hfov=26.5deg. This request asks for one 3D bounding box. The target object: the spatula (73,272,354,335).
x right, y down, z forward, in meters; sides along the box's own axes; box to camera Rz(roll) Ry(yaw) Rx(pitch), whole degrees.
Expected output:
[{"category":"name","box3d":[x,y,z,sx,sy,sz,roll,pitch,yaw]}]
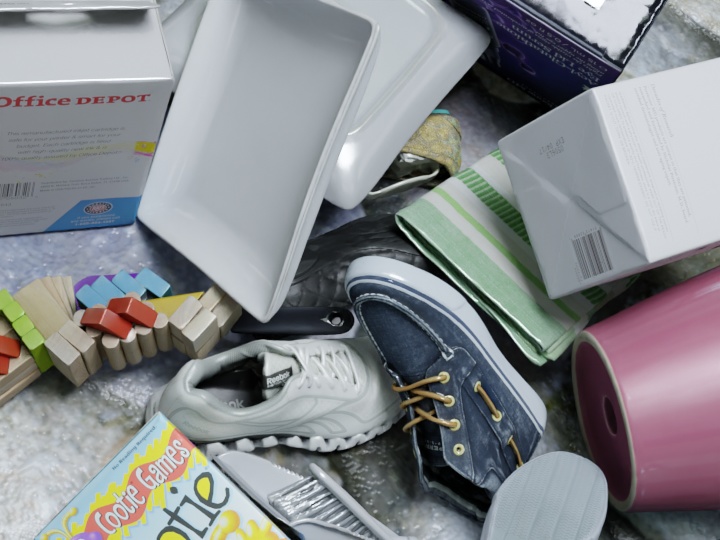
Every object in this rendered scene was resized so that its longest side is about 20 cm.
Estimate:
[{"category":"spatula","box3d":[-0.103,0.031,1.030,0.198,0.021,0.057,2,64,-1]}]

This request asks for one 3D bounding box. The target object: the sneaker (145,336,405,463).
[{"category":"sneaker","box3d":[-0.041,0.078,1.018,0.199,0.081,0.075,-11,62,-25]}]

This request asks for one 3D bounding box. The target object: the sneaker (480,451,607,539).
[{"category":"sneaker","box3d":[0.100,0.197,0.980,0.073,0.071,0.200,26,43,15]}]

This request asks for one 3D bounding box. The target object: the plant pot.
[{"category":"plant pot","box3d":[0.250,0.084,1.056,0.178,0.200,0.201,-12,63,-6]}]

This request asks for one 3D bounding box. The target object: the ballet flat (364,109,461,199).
[{"category":"ballet flat","box3d":[-0.015,-0.084,1.139,0.199,0.071,0.071,-3,61,-20]}]

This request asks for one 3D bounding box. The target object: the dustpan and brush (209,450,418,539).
[{"category":"dustpan and brush","box3d":[0.009,0.173,0.974,0.200,0.139,0.057,44,82,-25]}]

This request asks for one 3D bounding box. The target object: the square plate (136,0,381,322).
[{"category":"square plate","box3d":[-0.068,-0.091,1.006,0.028,0.199,0.200,12,15,-37]}]

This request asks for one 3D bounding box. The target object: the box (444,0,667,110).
[{"category":"box","box3d":[0.150,-0.208,1.174,0.148,0.200,0.105,33,84,4]}]

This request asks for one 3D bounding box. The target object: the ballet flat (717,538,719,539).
[{"category":"ballet flat","box3d":[0.218,0.226,1.024,0.199,0.068,0.069,-15,78,-26]}]

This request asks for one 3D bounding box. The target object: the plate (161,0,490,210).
[{"category":"plate","box3d":[-0.031,-0.169,1.114,0.199,0.032,0.200,35,63,8]}]

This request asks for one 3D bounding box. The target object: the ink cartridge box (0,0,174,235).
[{"category":"ink cartridge box","box3d":[-0.207,-0.130,1.015,0.128,0.200,0.126,-5,61,-22]}]

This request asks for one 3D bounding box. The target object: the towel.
[{"category":"towel","box3d":[0.133,-0.024,1.147,0.153,0.023,0.200,45,43,10]}]

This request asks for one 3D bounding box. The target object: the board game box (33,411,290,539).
[{"category":"board game box","box3d":[-0.079,0.195,0.901,0.200,0.105,0.103,42,78,10]}]

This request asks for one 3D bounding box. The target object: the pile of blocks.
[{"category":"pile of blocks","box3d":[-0.177,0.029,0.982,0.199,0.062,0.083,-13,70,-8]}]

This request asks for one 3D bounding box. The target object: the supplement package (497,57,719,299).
[{"category":"supplement package","box3d":[0.220,-0.071,1.055,0.199,0.121,0.120,-16,85,-29]}]

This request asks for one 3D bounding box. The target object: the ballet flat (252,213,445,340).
[{"category":"ballet flat","box3d":[0.000,0.000,1.108,0.199,0.057,0.066,-15,38,-31]}]

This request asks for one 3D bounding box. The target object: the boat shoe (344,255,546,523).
[{"category":"boat shoe","box3d":[0.051,0.081,1.009,0.200,0.071,0.091,45,51,-29]}]
